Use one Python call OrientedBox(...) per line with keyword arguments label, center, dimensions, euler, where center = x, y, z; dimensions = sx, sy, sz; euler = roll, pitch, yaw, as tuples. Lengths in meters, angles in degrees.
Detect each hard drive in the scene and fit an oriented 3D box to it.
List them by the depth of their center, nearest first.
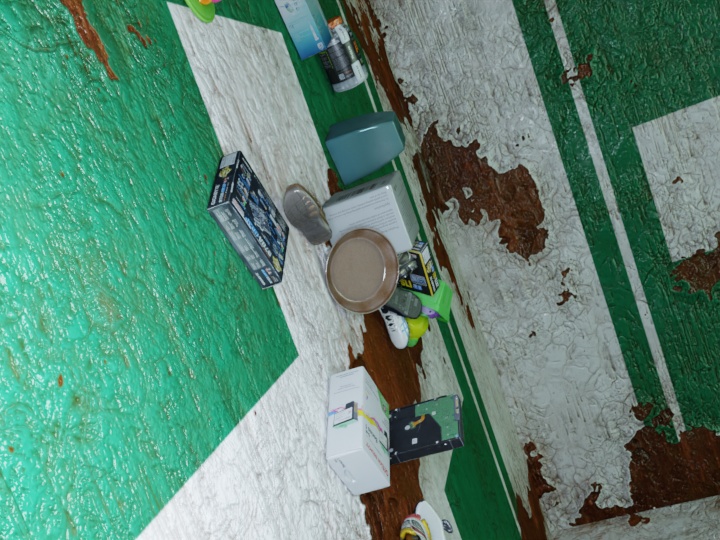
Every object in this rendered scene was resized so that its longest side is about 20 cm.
OrientedBox(label="hard drive", center=(0.144, 0.373, 1.710), dimensions=(0.141, 0.196, 0.038), euler=(-87, 152, -53))

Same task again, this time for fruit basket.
OrientedBox(label="fruit basket", center=(0.155, 0.114, 2.115), dimensions=(0.155, 0.212, 0.220), euler=(40, 35, -60))

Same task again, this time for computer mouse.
OrientedBox(label="computer mouse", center=(0.083, 0.048, 1.970), dimensions=(0.197, 0.046, 0.143), euler=(20, 67, -27))

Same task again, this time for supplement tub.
OrientedBox(label="supplement tub", center=(-0.065, -0.666, 2.241), dimensions=(0.123, 0.120, 0.203), euler=(-78, 146, -60))

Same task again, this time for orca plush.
OrientedBox(label="orca plush", center=(0.179, 0.659, 1.751), dimensions=(0.201, 0.104, 0.071), euler=(53, -28, 14))

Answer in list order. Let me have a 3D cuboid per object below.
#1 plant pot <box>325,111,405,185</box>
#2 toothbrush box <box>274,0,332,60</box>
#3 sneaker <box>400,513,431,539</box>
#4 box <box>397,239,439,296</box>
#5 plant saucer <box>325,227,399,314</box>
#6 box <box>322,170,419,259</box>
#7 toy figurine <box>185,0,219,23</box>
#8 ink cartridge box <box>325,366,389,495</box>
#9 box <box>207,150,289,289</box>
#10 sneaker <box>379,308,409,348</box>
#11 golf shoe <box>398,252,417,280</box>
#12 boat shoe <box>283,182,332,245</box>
OrientedBox(label="plant pot", center=(0.023, -0.365, 2.081), dimensions=(0.142, 0.196, 0.143), euler=(-81, 148, -59))
OrientedBox(label="toothbrush box", center=(-0.161, -0.718, 2.040), dimensions=(0.147, 0.084, 0.202), euler=(-80, 149, -57))
OrientedBox(label="sneaker", center=(0.137, 0.657, 1.632), dimensions=(0.203, 0.077, 0.082), euler=(65, 20, 6))
OrientedBox(label="box", center=(0.112, -0.022, 2.006), dimensions=(0.050, 0.197, 0.161), euler=(-50, 138, -29))
OrientedBox(label="plant saucer", center=(0.000, 0.000, 1.730), dimensions=(0.036, 0.198, 0.204), euler=(7, -58, 62))
OrientedBox(label="box", center=(0.029, -0.128, 1.850), dimensions=(0.200, 0.195, 0.174), euler=(-58, 128, -69))
OrientedBox(label="toy figurine", center=(-0.266, -0.616, 1.414), dimensions=(0.151, 0.181, 0.202), euler=(-80, 147, -58))
OrientedBox(label="ink cartridge box", center=(-0.002, 0.325, 1.478), dimensions=(0.202, 0.082, 0.146), euler=(-89, 155, -47))
OrientedBox(label="box", center=(-0.199, -0.093, 1.332), dimensions=(0.161, 0.045, 0.202), euler=(-89, 156, -48))
OrientedBox(label="sneaker", center=(0.082, 0.121, 2.021), dimensions=(0.072, 0.071, 0.204), euler=(-10, 84, -50))
OrientedBox(label="golf shoe", center=(0.051, 0.009, 1.883), dimensions=(0.095, 0.199, 0.078), euler=(54, -24, -2))
OrientedBox(label="boat shoe", center=(-0.121, -0.133, 1.601), dimensions=(0.201, 0.074, 0.073), euler=(64, 12, -58))
